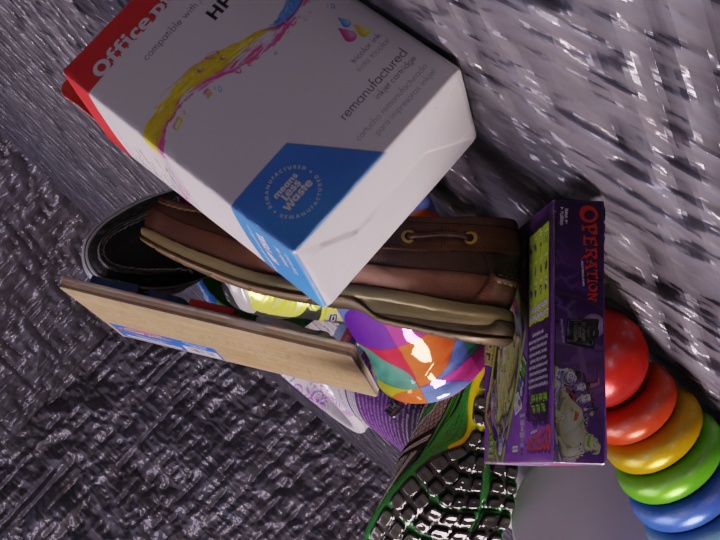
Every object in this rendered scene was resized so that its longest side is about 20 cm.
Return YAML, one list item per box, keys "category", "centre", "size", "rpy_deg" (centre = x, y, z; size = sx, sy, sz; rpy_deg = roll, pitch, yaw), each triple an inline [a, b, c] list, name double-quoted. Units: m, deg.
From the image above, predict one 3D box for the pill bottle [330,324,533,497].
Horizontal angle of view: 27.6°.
- category: "pill bottle"
  centre: [0.071, 0.093, 1.071]
  size: [0.200, 0.111, 0.111]
  rpy_deg: [31, 167, 51]

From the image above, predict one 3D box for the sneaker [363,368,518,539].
- category: "sneaker"
  centre: [0.067, 0.110, 0.923]
  size: [0.078, 0.200, 0.085]
  rpy_deg: [32, -175, -18]

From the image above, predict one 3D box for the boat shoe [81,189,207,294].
- category: "boat shoe"
  centre: [-0.096, -0.033, 0.991]
  size: [0.064, 0.199, 0.071]
  rpy_deg: [69, -173, -82]

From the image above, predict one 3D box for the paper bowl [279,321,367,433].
- category: "paper bowl"
  centre: [-0.042, 0.052, 1.379]
  size: [0.201, 0.104, 0.201]
  rpy_deg: [41, 172, 7]

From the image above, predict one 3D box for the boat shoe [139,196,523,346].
- category: "boat shoe"
  centre: [-0.013, -0.014, 0.742]
  size: [0.199, 0.068, 0.072]
  rpy_deg: [13, 179, 15]

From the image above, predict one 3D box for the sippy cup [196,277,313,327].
- category: "sippy cup"
  centre: [-0.080, -0.023, 1.118]
  size: [0.130, 0.140, 0.178]
  rpy_deg: [51, 162, -11]

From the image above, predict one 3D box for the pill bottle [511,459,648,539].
- category: "pill bottle"
  centre: [0.173, 0.182, 0.976]
  size: [0.116, 0.116, 0.200]
  rpy_deg: [36, 178, 30]

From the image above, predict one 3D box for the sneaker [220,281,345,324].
- category: "sneaker"
  centre: [0.000, 0.000, 0.931]
  size: [0.200, 0.076, 0.076]
  rpy_deg: [4, -177, -42]

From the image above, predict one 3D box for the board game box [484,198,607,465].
- category: "board game box"
  centre: [0.090, 0.039, 0.746]
  size: [0.032, 0.121, 0.200]
  rpy_deg: [6, 173, -3]

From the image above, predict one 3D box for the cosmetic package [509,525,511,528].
- category: "cosmetic package"
  centre: [0.106, 0.153, 1.240]
  size: [0.101, 0.071, 0.200]
  rpy_deg: [43, -178, 43]

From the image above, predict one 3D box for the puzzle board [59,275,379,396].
- category: "puzzle board"
  centre: [-0.090, 0.044, 1.004]
  size: [0.199, 0.017, 0.151]
  rpy_deg: [13, 168, 10]

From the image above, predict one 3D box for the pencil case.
- category: "pencil case"
  centre: [0.008, -0.010, 0.834]
  size: [0.088, 0.088, 0.200]
  rpy_deg: [30, 153, 52]

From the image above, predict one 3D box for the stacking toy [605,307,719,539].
- category: "stacking toy"
  centre: [0.169, 0.098, 0.819]
  size: [0.200, 0.085, 0.085]
  rpy_deg: [52, 168, -22]

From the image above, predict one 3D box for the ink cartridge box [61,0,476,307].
- category: "ink cartridge box"
  centre: [-0.057, -0.090, 0.708]
  size: [0.200, 0.116, 0.067]
  rpy_deg: [37, 169, 24]
